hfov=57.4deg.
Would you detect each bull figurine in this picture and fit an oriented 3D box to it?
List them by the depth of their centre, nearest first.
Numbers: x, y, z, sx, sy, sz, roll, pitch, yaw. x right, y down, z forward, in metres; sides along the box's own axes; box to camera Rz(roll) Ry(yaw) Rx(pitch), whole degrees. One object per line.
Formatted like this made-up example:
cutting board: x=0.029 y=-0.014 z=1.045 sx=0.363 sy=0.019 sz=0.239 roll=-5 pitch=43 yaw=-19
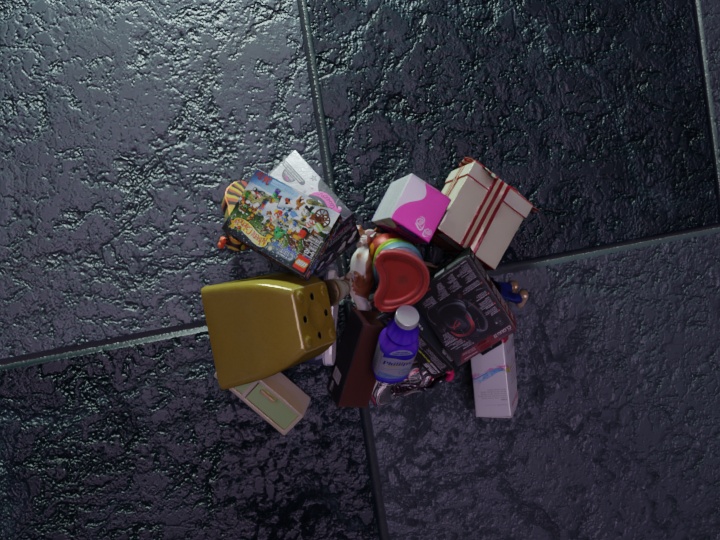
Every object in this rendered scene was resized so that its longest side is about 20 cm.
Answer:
bull figurine: x=0.000 y=0.000 z=1.426 sx=0.063 sy=0.121 sz=0.207 roll=7 pitch=79 yaw=32

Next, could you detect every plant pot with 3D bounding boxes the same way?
plant pot: x=-0.161 y=0.102 z=1.277 sx=0.195 sy=0.194 sz=0.201 roll=-12 pitch=90 yaw=32

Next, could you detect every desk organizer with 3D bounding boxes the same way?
desk organizer: x=-0.002 y=0.190 z=1.412 sx=0.075 sy=0.072 sz=0.206 roll=7 pitch=111 yaw=-28

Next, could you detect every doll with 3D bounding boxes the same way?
doll: x=0.277 y=0.032 z=1.462 sx=0.195 sy=0.137 sz=0.050 roll=15 pitch=112 yaw=-32

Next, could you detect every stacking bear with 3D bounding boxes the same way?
stacking bear: x=0.068 y=-0.016 z=1.331 sx=0.110 sy=0.201 sz=0.126 roll=-2 pitch=112 yaw=-7

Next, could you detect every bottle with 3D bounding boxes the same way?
bottle: x=0.074 y=0.147 z=1.302 sx=0.081 sy=0.203 sz=0.067 roll=0 pitch=51 yaw=-11

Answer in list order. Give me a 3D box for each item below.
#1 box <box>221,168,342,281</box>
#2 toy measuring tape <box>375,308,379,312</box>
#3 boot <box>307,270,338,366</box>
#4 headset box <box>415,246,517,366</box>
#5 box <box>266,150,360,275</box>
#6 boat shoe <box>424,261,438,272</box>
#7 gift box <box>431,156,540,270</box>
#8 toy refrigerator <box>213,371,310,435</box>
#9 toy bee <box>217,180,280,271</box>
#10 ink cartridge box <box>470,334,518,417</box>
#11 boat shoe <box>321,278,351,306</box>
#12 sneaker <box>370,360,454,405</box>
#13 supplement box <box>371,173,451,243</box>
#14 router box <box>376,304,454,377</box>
box: x=-0.150 y=-0.088 z=1.262 sx=0.196 sy=0.038 sz=0.139 roll=28 pitch=79 yaw=14
toy measuring tape: x=0.083 y=0.124 z=1.454 sx=0.072 sy=0.073 sz=0.206 roll=-21 pitch=94 yaw=-9
boot: x=-0.096 y=0.100 z=1.423 sx=0.087 sy=0.073 sz=0.207 roll=1 pitch=79 yaw=9
headset box: x=0.214 y=0.081 z=1.332 sx=0.147 sy=0.075 sz=0.202 roll=-33 pitch=98 yaw=19
box: x=-0.111 y=-0.120 z=1.352 sx=0.131 sy=0.115 sz=0.201 roll=-39 pitch=69 yaw=-7
boat shoe: x=0.182 y=0.032 z=1.473 sx=0.195 sy=0.064 sz=0.073 roll=22 pitch=87 yaw=-10
gift box: x=0.260 y=-0.120 z=1.422 sx=0.182 sy=0.200 sz=0.190 roll=33 pitch=84 yaw=-14
toy refrigerator: x=-0.207 y=0.249 z=1.388 sx=0.199 sy=0.070 sz=0.076 roll=43 pitch=117 yaw=-8
toy bee: x=-0.248 y=-0.091 z=1.346 sx=0.106 sy=0.201 sz=0.134 roll=-13 pitch=136 yaw=-33
ink cartridge box: x=0.294 y=0.204 z=1.448 sx=0.083 sy=0.147 sz=0.208 roll=-3 pitch=92 yaw=20
boat shoe: x=-0.109 y=0.058 z=1.386 sx=0.197 sy=0.062 sz=0.076 roll=-20 pitch=87 yaw=34
sneaker: x=0.112 y=0.239 z=1.444 sx=0.196 sy=0.075 sz=0.082 roll=-27 pitch=129 yaw=-8
supplement box: x=0.102 y=-0.126 z=1.387 sx=0.099 sy=0.200 sz=0.105 roll=30 pitch=86 yaw=-9
router box: x=0.131 y=0.103 z=1.404 sx=0.200 sy=0.061 sz=0.152 roll=46 pitch=40 yaw=-21
